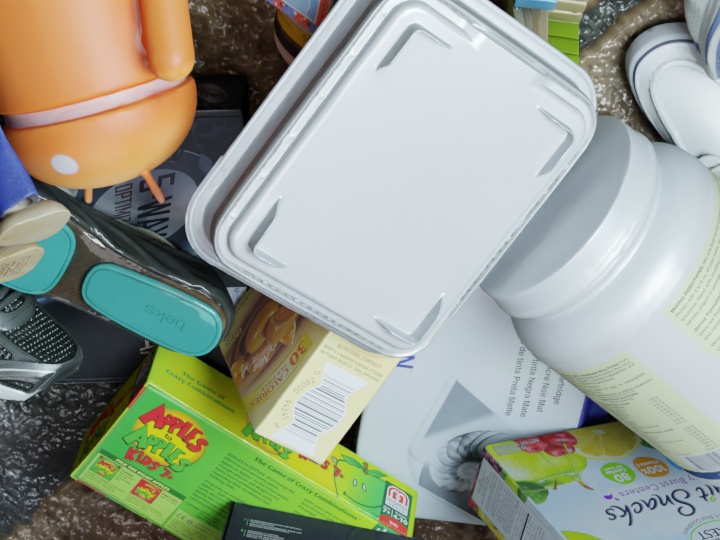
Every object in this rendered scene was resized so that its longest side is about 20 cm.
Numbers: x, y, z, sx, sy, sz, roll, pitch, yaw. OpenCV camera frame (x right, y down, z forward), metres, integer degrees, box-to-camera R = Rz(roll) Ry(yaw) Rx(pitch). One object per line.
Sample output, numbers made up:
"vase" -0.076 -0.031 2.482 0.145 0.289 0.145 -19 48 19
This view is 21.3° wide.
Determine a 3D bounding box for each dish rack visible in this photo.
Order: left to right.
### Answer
"dish rack" 0.023 -0.049 1.012 0.171 0.044 0.200 30 105 -29

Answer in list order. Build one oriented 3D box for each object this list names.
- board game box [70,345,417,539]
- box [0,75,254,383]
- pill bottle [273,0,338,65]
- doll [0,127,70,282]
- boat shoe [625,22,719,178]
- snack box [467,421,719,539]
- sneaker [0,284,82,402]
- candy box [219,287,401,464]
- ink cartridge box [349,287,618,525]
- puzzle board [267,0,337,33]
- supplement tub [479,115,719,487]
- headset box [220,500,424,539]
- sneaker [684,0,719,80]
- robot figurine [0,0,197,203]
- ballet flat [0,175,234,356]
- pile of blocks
"board game box" -0.074 0.137 1.230 0.199 0.048 0.102 32 123 -15
"box" -0.142 -0.022 1.184 0.159 0.044 0.201 -1 125 2
"pill bottle" 0.022 -0.198 1.017 0.111 0.112 0.201 9 125 -6
"doll" -0.229 -0.090 1.023 0.048 0.201 0.136 -17 161 -40
"boat shoe" 0.231 -0.064 1.140 0.072 0.066 0.200 -31 120 21
"snack box" 0.188 0.155 1.200 0.199 0.142 0.053 -8 128 -32
"sneaker" -0.247 -0.006 1.139 0.200 0.080 0.086 37 125 1
"candy box" 0.000 0.000 1.126 0.055 0.116 0.200 29 106 -29
"ink cartridge box" 0.099 0.082 1.234 0.199 0.041 0.201 5 125 -5
"puzzle board" -0.052 -0.241 0.982 0.017 0.151 0.201 -21 137 -39
"supplement tub" 0.177 0.018 1.100 0.200 0.145 0.145 37 118 -24
"headset box" -0.013 0.230 1.142 0.173 0.200 0.093 11 110 -1
"sneaker" 0.197 -0.205 1.029 0.080 0.116 0.200 -22 148 1
"robot figurine" -0.155 -0.132 1.042 0.143 0.117 0.201 -12 104 8
"ballet flat" -0.165 -0.012 1.122 0.199 0.069 0.068 29 119 -18
"pile of blocks" 0.115 -0.156 1.065 0.062 0.082 0.201 7 125 -4
